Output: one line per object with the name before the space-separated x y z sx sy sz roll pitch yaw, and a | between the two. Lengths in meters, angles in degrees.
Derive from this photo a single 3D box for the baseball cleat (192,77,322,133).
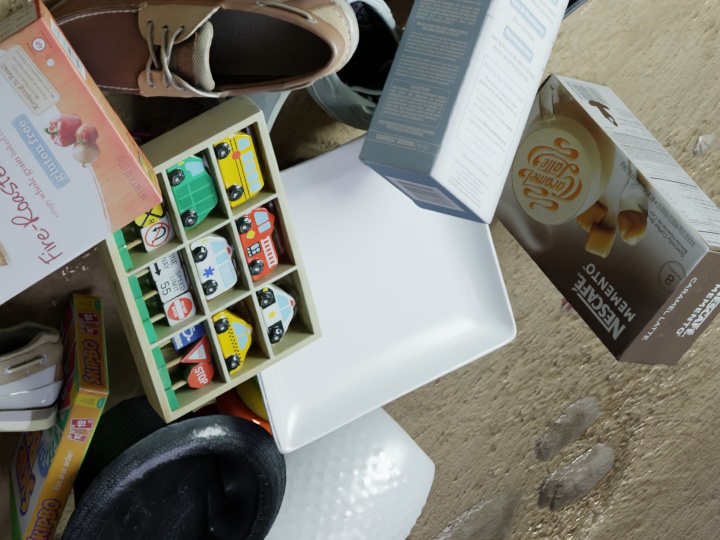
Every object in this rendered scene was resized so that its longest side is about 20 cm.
baseball cleat | -0.091 -0.125 1.644 0.106 0.070 0.200 19 142 -14

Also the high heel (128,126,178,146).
high heel | -0.194 -0.070 1.615 0.199 0.068 0.096 12 158 -34

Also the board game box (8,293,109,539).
board game box | -0.216 0.121 1.793 0.030 0.096 0.201 8 130 -17

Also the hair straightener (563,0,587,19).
hair straightener | 0.109 -0.156 1.817 0.200 0.041 0.077 -47 148 14

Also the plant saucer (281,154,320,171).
plant saucer | -0.047 -0.012 1.855 0.200 0.032 0.201 -27 147 -19

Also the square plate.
square plate | 0.000 0.000 1.758 0.199 0.028 0.199 -26 116 -19

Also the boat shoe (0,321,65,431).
boat shoe | -0.288 0.067 1.682 0.199 0.075 0.069 -1 111 -40

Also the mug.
mug | -0.047 0.169 2.005 0.175 0.148 0.200 -44 119 -5

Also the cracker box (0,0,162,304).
cracker box | -0.236 -0.048 1.502 0.200 0.058 0.134 -32 110 3

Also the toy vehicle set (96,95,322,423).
toy vehicle set | -0.101 -0.005 1.638 0.124 0.027 0.201 -30 134 -16

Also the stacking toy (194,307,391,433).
stacking toy | -0.057 0.078 1.863 0.085 0.086 0.200 8 131 -50

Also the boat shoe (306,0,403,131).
boat shoe | -0.002 -0.139 1.696 0.070 0.072 0.201 -36 149 -3

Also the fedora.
fedora | -0.149 0.158 1.826 0.200 0.092 0.201 -21 140 -18

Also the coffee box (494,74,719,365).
coffee box | 0.189 -0.037 1.902 0.080 0.200 0.115 8 127 -50

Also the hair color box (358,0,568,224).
hair color box | 0.075 -0.144 1.691 0.099 0.060 0.201 35 72 -58

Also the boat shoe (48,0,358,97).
boat shoe | -0.102 -0.139 1.526 0.199 0.072 0.076 -5 109 4
